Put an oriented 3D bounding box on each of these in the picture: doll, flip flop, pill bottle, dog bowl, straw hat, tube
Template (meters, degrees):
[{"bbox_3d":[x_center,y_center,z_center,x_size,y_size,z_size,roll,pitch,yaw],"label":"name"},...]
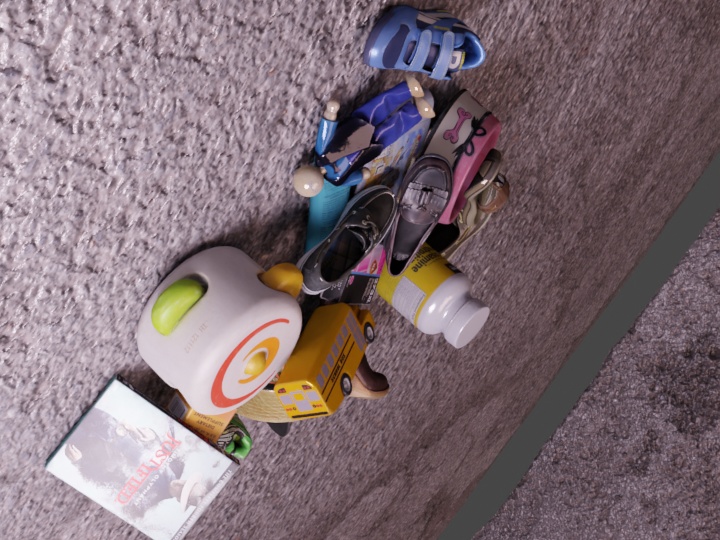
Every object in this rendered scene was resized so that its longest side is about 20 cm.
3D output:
[{"bbox_3d":[-0.005,-0.166,1.259,0.199,0.049,0.137,-39,138,-3],"label":"doll"},{"bbox_3d":[0.187,-0.111,1.461,0.081,0.057,0.200,-58,170,-17],"label":"flip flop"},{"bbox_3d":[0.102,0.028,1.576,0.112,0.200,0.112,-40,155,-23],"label":"pill bottle"},{"bbox_3d":[0.136,-0.157,1.462,0.201,0.073,0.200,-58,169,-17],"label":"dog bowl"},{"bbox_3d":[-0.123,0.131,1.459,0.202,0.199,0.086,99,-5,-49],"label":"straw hat"},{"bbox_3d":[-0.043,-0.082,1.355,0.077,0.050,0.201,-35,147,-41],"label":"tube"}]

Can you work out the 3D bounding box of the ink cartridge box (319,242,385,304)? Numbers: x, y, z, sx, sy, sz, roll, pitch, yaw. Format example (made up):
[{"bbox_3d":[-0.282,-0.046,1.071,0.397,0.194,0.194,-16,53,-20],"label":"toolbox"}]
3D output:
[{"bbox_3d":[0.000,0.000,1.459,0.200,0.037,0.096,4,105,-75],"label":"ink cartridge box"}]

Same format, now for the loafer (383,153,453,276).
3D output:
[{"bbox_3d":[0.078,-0.070,1.387,0.201,0.071,0.063,112,-8,-46],"label":"loafer"}]

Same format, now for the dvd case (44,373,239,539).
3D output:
[{"bbox_3d":[-0.273,0.245,1.270,0.146,0.200,0.022,-50,-161,1],"label":"dvd case"}]

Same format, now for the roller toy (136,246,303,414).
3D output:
[{"bbox_3d":[-0.167,0.077,1.242,0.199,0.140,0.183,-28,149,-42],"label":"roller toy"}]

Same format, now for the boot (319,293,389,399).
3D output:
[{"bbox_3d":[-0.008,0.112,1.561,0.199,0.072,0.168,11,84,-57],"label":"boot"}]

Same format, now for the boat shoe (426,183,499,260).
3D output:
[{"bbox_3d":[0.156,-0.080,1.678,0.202,0.072,0.060,-52,161,11],"label":"boat shoe"}]

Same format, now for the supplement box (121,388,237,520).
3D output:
[{"bbox_3d":[-0.246,0.241,1.327,0.066,0.069,0.201,29,96,-35],"label":"supplement box"}]

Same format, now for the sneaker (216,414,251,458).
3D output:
[{"bbox_3d":[-0.225,0.237,1.436,0.199,0.085,0.078,2,124,-57],"label":"sneaker"}]

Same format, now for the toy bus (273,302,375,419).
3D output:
[{"bbox_3d":[-0.043,0.111,1.328,0.079,0.065,0.201,62,31,-27],"label":"toy bus"}]

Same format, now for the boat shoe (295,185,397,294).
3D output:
[{"bbox_3d":[-0.007,-0.041,1.318,0.200,0.069,0.056,-49,-160,-29],"label":"boat shoe"}]

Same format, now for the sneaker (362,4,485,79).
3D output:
[{"bbox_3d":[0.083,-0.279,1.246,0.199,0.082,0.074,-21,144,-46],"label":"sneaker"}]

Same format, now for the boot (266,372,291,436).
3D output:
[{"bbox_3d":[-0.074,0.160,1.610,0.173,0.069,0.201,-28,142,-41],"label":"boot"}]

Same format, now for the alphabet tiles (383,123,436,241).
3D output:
[{"bbox_3d":[0.086,-0.140,1.488,0.167,0.006,0.201,-49,164,-53],"label":"alphabet tiles"}]

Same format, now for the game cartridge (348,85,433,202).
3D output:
[{"bbox_3d":[0.034,-0.157,1.395,0.133,0.042,0.201,-22,144,-41],"label":"game cartridge"}]
